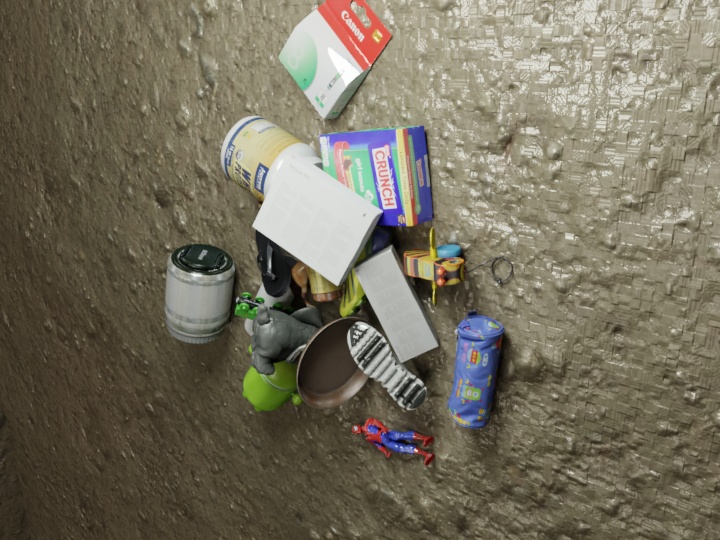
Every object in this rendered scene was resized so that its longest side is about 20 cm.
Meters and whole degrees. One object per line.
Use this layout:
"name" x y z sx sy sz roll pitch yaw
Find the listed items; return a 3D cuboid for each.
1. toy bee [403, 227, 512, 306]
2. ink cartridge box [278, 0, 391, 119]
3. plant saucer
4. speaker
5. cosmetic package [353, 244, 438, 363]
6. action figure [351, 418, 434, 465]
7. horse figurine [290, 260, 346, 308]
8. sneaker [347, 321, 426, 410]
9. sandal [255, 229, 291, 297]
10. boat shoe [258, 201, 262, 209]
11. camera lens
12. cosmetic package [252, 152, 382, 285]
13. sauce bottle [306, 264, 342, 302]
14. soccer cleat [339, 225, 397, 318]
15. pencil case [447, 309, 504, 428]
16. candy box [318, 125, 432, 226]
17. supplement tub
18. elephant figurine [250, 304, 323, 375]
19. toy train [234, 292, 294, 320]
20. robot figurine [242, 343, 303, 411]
"toy bee" 0.142 -0.010 1.124 0.198 0.108 0.133 -20 90 42
"ink cartridge box" -0.052 -0.410 1.194 0.162 0.050 0.200 54 133 12
"plant saucer" -0.050 0.181 1.297 0.032 0.197 0.204 31 124 47
"speaker" -0.193 0.063 1.448 0.081 0.081 0.202 44 128 20
"cosmetic package" 0.068 0.062 1.207 0.081 0.051 0.203 -24 101 12
"action figure" 0.060 0.353 1.357 0.197 0.051 0.067 6 112 41
"horse figurine" -0.079 0.004 1.319 0.197 0.050 0.134 -21 117 25
"sneaker" 0.047 0.186 1.270 0.075 0.081 0.201 -40 89 0
"sandal" -0.195 -0.026 1.354 0.076 0.042 0.202 -43 49 27
"boat shoe" -0.135 -0.096 1.355 0.197 0.072 0.073 21 119 25
"camera lens" -0.386 0.051 1.553 0.158 0.159 0.204 29 122 29
"cosmetic package" -0.079 -0.093 1.170 0.198 0.052 0.152 34 113 9
"sauce bottle" -0.077 -0.044 1.241 0.065 0.065 0.205 1 104 39
"soccer cleat" 0.000 0.000 1.264 0.083 0.065 0.203 32 113 12
"pencil case" 0.202 0.179 1.154 0.085 0.078 0.204 6 111 7
"candy box" 0.027 -0.172 1.185 0.197 0.076 0.173 5 109 38
"supplement tub" -0.168 -0.204 1.295 0.199 0.143 0.147 34 124 26
"elephant figurine" -0.124 0.144 1.341 0.155 0.195 0.145 174 99 -76
"toy train" -0.178 0.101 1.404 0.196 0.042 0.057 20 136 -14
"robot figurine" -0.196 0.243 1.485 0.176 0.115 0.201 47 131 9
